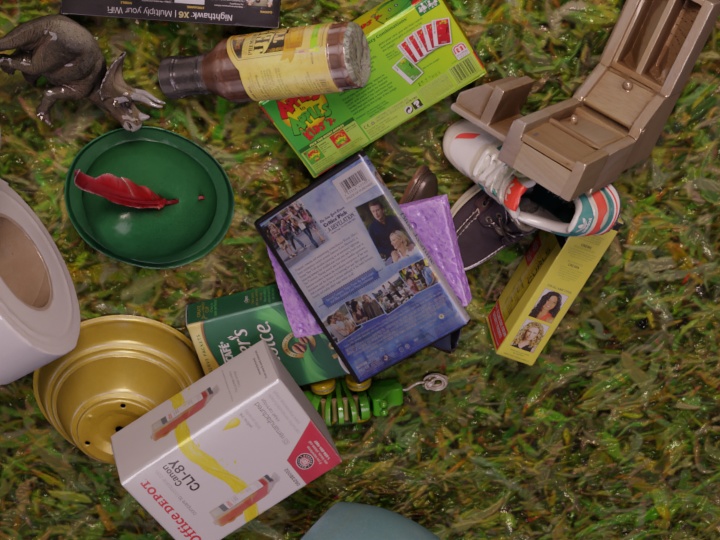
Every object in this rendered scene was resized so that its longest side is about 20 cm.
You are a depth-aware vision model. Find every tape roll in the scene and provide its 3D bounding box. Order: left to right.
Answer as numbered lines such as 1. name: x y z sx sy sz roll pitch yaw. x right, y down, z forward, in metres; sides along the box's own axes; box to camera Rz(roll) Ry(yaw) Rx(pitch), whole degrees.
1. tape roll: -0.355 0.005 1.167 0.071 0.203 0.203 -27 123 11

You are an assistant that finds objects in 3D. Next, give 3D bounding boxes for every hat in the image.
1. hat: -0.216 -0.032 1.171 0.200 0.176 0.166 29 116 -24

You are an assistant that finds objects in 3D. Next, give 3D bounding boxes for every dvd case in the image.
1. dvd case: 0.000 0.000 1.213 0.142 0.018 0.200 -31 95 26

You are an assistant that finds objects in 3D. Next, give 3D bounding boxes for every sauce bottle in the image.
1. sauce bottle: -0.092 -0.188 1.123 0.199 0.065 0.065 -4 127 20

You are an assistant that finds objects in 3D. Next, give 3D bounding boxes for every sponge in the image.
1. sponge: 0.008 -0.002 1.236 0.199 0.030 0.112 -12 102 23

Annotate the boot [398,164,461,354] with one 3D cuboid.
1. boot: 0.076 -0.007 1.266 0.097 0.075 0.201 21 119 17

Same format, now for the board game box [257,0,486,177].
1. board game box: 0.009 -0.187 1.177 0.200 0.048 0.102 -30 122 12

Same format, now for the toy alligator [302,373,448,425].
1. toy alligator: 0.007 0.151 1.399 0.199 0.054 0.059 -5 125 -4

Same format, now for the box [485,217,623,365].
1. box: 0.207 0.002 1.316 0.050 0.075 0.200 18 121 -16

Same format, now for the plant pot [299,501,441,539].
1. plant pot: -0.011 0.362 1.477 0.135 0.200 0.200 42 115 9

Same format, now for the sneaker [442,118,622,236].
1. sneaker: 0.153 -0.093 1.179 0.200 0.093 0.071 33 115 24

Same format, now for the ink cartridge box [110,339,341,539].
1. ink cartridge box: -0.144 0.194 1.305 0.200 0.083 0.145 -33 124 1

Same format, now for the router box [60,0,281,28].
1. router box: -0.164 -0.303 1.073 0.199 0.052 0.158 3 124 -9

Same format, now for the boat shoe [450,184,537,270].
1. boat shoe: 0.160 -0.065 1.268 0.200 0.065 0.072 -40 121 19

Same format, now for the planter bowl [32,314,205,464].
1. planter bowl: -0.265 0.154 1.348 0.200 0.084 0.201 -4 125 -5

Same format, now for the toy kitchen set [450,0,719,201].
1. toy kitchen set: 0.201 -0.196 1.138 0.163 0.200 0.181 34 122 20

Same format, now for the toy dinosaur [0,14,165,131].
1. toy dinosaur: -0.277 -0.196 1.105 0.102 0.077 0.200 -29 143 12

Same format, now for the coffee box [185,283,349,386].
1. coffee box: -0.082 0.073 1.341 0.199 0.044 0.123 -12 124 1
